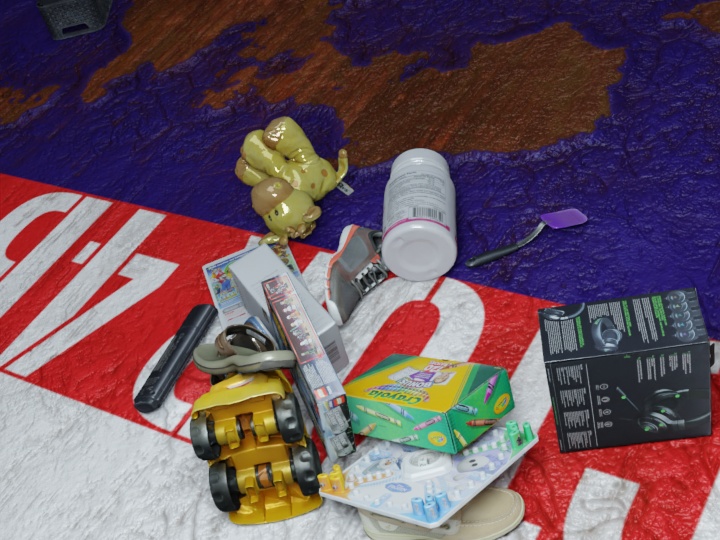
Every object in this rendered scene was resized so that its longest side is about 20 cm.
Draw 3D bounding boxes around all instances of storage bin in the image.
[{"bbox_3d":[-0.671,-0.645,2.524,0.135,0.094,0.201,-11,42,8],"label":"storage bin"}]

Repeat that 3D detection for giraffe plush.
[{"bbox_3d":[-0.119,-0.122,1.719,0.199,0.173,0.163,23,47,-4],"label":"giraffe plush"}]

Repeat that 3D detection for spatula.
[{"bbox_3d":[0.246,-0.048,1.599,0.199,0.021,0.057,-27,29,-6],"label":"spatula"}]

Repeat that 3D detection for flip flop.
[{"bbox_3d":[-0.142,0.094,1.298,0.081,0.058,0.200,-9,1,-29],"label":"flip flop"}]

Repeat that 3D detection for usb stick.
[{"bbox_3d":[-0.272,0.127,1.582,0.055,0.033,0.200,-14,35,40],"label":"usb stick"}]

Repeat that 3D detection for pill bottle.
[{"bbox_3d":[0.091,-0.090,1.631,0.113,0.114,0.201,-8,42,12],"label":"pill bottle"}]

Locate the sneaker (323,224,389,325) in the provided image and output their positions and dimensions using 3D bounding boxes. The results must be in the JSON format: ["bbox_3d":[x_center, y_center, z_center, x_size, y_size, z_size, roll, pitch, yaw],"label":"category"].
[{"bbox_3d":[0.000,0.000,1.595,0.081,0.077,0.201,-1,44,17],"label":"sneaker"}]

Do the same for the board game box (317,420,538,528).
[{"bbox_3d":[0.078,0.225,1.279,0.200,0.026,0.199,-31,21,-37],"label":"board game box"}]

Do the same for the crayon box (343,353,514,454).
[{"bbox_3d":[0.077,0.162,1.332,0.119,0.059,0.199,-30,22,-38],"label":"crayon box"}]

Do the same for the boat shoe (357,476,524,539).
[{"bbox_3d":[0.093,0.280,1.265,0.199,0.065,0.072,-5,43,14],"label":"boat shoe"}]

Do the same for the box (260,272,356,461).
[{"bbox_3d":[-0.064,0.118,1.322,0.040,0.137,0.200,-21,53,-10],"label":"box"}]

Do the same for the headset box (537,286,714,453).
[{"bbox_3d":[0.323,0.121,1.273,0.199,0.175,0.093,-9,42,11],"label":"headset box"}]

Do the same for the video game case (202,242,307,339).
[{"bbox_3d":[-0.160,0.030,1.664,0.143,0.018,0.200,-23,42,-4],"label":"video game case"}]

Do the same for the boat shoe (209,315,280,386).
[{"bbox_3d":[-0.162,0.125,1.446,0.072,0.200,0.072,-32,78,-25],"label":"boat shoe"}]

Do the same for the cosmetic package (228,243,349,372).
[{"bbox_3d":[-0.104,0.063,1.527,0.074,0.102,0.200,-33,50,-16],"label":"cosmetic package"}]

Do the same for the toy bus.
[{"bbox_3d":[-0.127,0.188,1.353,0.135,0.201,0.192,-12,34,6],"label":"toy bus"}]
